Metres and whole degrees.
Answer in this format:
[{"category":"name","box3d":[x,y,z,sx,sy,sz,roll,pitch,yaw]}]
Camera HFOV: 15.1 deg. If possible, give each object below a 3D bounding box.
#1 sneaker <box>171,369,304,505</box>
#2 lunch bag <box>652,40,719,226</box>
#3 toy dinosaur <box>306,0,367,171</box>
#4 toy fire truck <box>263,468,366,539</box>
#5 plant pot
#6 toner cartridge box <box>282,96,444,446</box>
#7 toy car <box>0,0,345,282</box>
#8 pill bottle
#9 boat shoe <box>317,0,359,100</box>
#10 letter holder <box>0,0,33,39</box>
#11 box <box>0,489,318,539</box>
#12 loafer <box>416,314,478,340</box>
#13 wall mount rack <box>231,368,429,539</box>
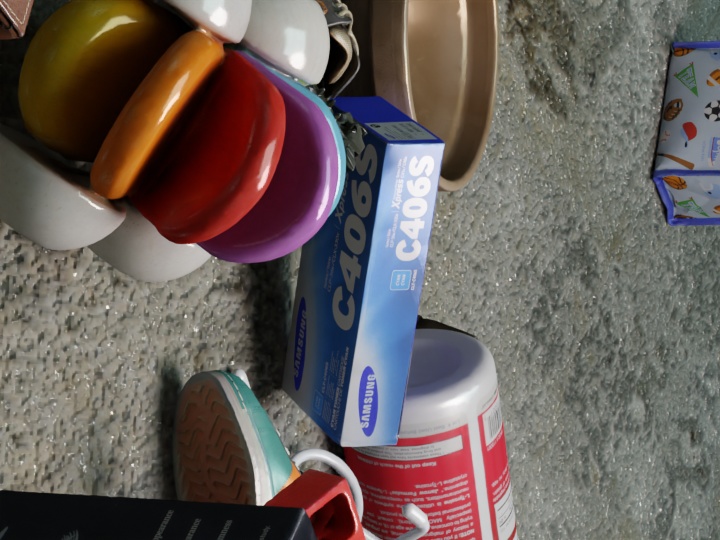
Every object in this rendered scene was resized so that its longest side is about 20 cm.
[{"category":"sneaker","box3d":[-0.048,0.150,1.597,0.080,0.071,0.201,-16,87,-48]},{"category":"lunch bag","box3d":[0.403,-0.140,2.702,0.124,0.199,0.171,58,39,-56]},{"category":"toy dinosaur","box3d":[-0.068,-0.099,1.545,0.136,0.102,0.200,49,66,-10]},{"category":"toy fire truck","box3d":[-0.060,0.205,1.526,0.049,0.141,0.201,-36,126,-49]},{"category":"plant pot","box3d":[0.021,-0.153,1.809,0.201,0.092,0.202,0,90,-70]},{"category":"toner cartridge box","box3d":[0.000,0.000,1.696,0.095,0.043,0.201,-140,-126,-58]},{"category":"toy car","box3d":[-0.080,-0.068,1.373,0.175,0.150,0.200,-57,151,5]},{"category":"pill bottle","box3d":[0.048,0.151,1.871,0.112,0.112,0.201,-55,141,-57]},{"category":"boat shoe","box3d":[-0.035,-0.135,1.683,0.075,0.073,0.201,65,32,-50]},{"category":"letter holder","box3d":[-0.196,-0.222,1.203,0.142,0.100,0.201,59,37,-52]},{"category":"box","box3d":[-0.128,0.189,1.264,0.148,0.199,0.105,-62,147,-49]},{"category":"loafer","box3d":[0.060,0.131,1.961,0.073,0.071,0.201,-41,129,-64]},{"category":"wall mount rack","box3d":[-0.046,0.166,1.685,0.174,0.075,0.200,36,46,-19]}]
